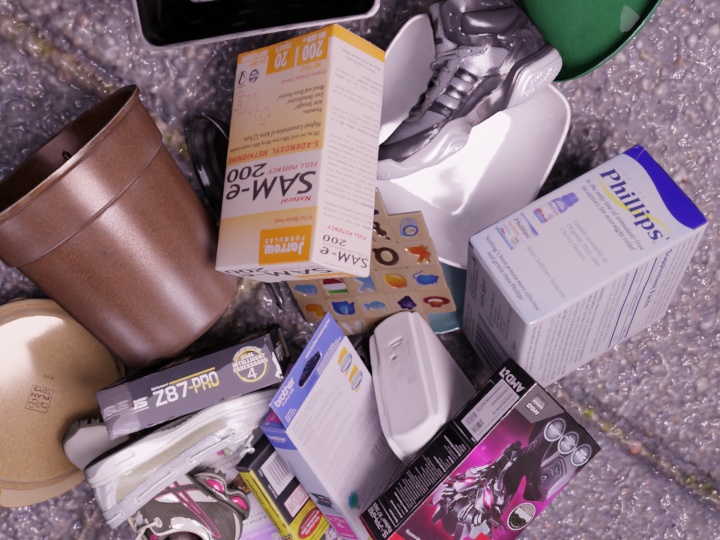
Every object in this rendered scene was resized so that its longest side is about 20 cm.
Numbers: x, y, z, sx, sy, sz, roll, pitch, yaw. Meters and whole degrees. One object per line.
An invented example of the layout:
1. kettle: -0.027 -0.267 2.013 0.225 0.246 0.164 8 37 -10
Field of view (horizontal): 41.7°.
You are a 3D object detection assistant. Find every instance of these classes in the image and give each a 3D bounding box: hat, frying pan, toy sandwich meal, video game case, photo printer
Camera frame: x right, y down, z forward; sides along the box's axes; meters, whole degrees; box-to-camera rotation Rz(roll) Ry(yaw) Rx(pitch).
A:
1. hat: 0.158 -0.292 0.855 0.175 0.200 0.167 33 96 -24
2. frying pan: -0.109 -0.068 0.893 0.031 0.116 0.191 -27 66 -28
3. toy sandwich meal: -0.324 0.126 0.938 0.202 0.070 0.209 -4 97 -32
4. video game case: -0.017 0.200 0.967 0.200 0.025 0.182 -46 116 -38
5. photo printer: 0.088 0.161 0.951 0.069 0.167 0.201 -28 124 13

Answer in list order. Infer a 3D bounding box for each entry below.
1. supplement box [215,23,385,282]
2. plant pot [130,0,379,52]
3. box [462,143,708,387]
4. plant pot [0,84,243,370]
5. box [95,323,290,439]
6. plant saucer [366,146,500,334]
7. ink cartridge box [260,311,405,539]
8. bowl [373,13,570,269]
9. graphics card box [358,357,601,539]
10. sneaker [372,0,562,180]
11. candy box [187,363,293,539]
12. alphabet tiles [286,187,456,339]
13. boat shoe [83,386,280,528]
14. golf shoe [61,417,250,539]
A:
1. supplement box: -0.052 -0.095 0.822 0.073 0.125 0.204 15 75 -47
2. plant pot: -0.104 -0.309 0.816 0.196 0.178 0.203 -10 106 -5
3. box: 0.207 0.008 0.914 0.198 0.185 0.106 -27 62 -11
4. plant pot: -0.220 -0.030 0.871 0.199 0.201 0.199 -37 113 3
5. box: -0.149 0.100 0.901 0.159 0.200 0.050 -20 91 -2
6. plant saucer: 0.074 -0.033 0.988 0.196 0.027 0.204 -2 104 -7
7. ink cartridge box: -0.023 0.151 0.905 0.120 0.041 0.201 -56 132 -36
8. bowl: 0.080 -0.122 0.914 0.198 0.075 0.202 27 98 -13
9. graphics card box: 0.110 0.190 0.850 0.200 0.051 0.125 -47 123 1
10. sneaker: 0.072 -0.171 0.827 0.199 0.075 0.115 -34 106 -4
11. candy box: -0.103 0.228 1.007 0.166 0.072 0.202 -24 107 -1
12. alphabet tiles: 0.000 0.000 0.933 0.164 0.006 0.201 -6 133 20
13. boat shoe: -0.151 0.164 0.872 0.200 0.074 0.066 -24 91 -22
14. golf shoe: -0.200 0.212 0.901 0.198 0.089 0.077 30 128 -8
